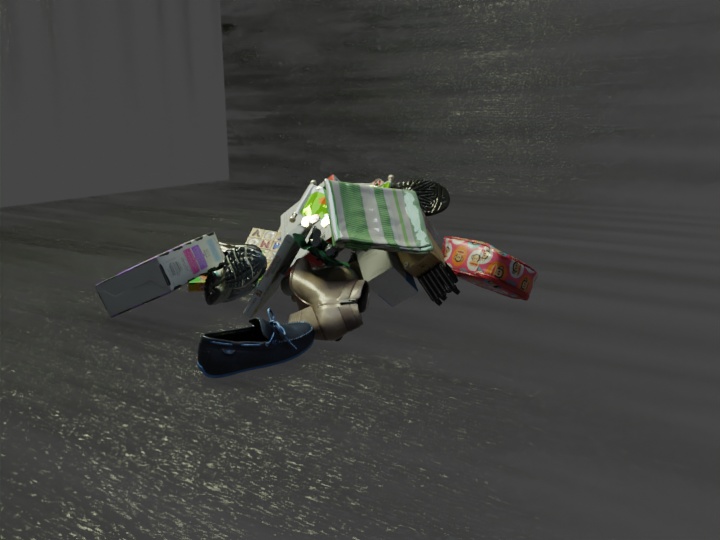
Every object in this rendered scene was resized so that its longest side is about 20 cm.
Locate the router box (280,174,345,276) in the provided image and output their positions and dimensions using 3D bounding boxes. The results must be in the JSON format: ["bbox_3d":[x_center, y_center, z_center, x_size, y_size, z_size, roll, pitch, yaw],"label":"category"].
[{"bbox_3d":[-0.105,-0.098,1.308,0.178,0.049,0.203,-34,41,22],"label":"router box"}]

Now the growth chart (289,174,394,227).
[{"bbox_3d":[-0.037,-0.138,1.125,0.194,0.018,0.147,0,46,15],"label":"growth chart"}]

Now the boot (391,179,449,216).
[{"bbox_3d":[0.127,-0.153,1.364,0.206,0.082,0.158,6,-13,23],"label":"boot"}]

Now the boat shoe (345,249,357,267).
[{"bbox_3d":[0.000,-0.001,1.242,0.064,0.074,0.201,-18,-12,6],"label":"boat shoe"}]

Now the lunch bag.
[{"bbox_3d":[0.277,-0.003,1.220,0.173,0.084,0.199,22,1,-34],"label":"lunch bag"}]

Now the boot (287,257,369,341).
[{"bbox_3d":[-0.054,0.041,1.008,0.143,0.071,0.204,-14,48,16],"label":"boot"}]

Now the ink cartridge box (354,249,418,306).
[{"bbox_3d":[0.038,-0.043,1.139,0.066,0.203,0.116,-30,-39,17],"label":"ink cartridge box"}]

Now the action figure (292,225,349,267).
[{"bbox_3d":[-0.073,-0.043,1.083,0.117,0.055,0.200,34,-4,-5],"label":"action figure"}]

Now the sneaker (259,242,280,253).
[{"bbox_3d":[-0.189,-0.046,1.421,0.194,0.072,0.099,2,43,0],"label":"sneaker"}]

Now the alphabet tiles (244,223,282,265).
[{"bbox_3d":[-0.183,-0.054,1.373,0.194,0.008,0.169,10,46,5],"label":"alphabet tiles"}]

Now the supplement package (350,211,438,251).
[{"bbox_3d":[0.082,-0.070,1.321,0.152,0.114,0.200,7,-13,23],"label":"supplement package"}]

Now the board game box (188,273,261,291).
[{"bbox_3d":[-0.305,0.022,1.294,0.194,0.031,0.096,1,13,-8],"label":"board game box"}]

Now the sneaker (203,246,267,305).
[{"bbox_3d":[-0.235,0.008,1.130,0.085,0.080,0.198,-1,-19,-44],"label":"sneaker"}]

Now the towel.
[{"bbox_3d":[0.031,-0.100,1.040,0.195,0.024,0.156,3,55,-23],"label":"towel"}]

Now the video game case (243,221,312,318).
[{"bbox_3d":[-0.160,-0.013,1.145,0.023,0.184,0.200,30,15,-2],"label":"video game case"}]

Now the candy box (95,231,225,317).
[{"bbox_3d":[-0.391,0.004,1.130,0.165,0.073,0.200,-20,10,23],"label":"candy box"}]

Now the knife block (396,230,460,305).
[{"bbox_3d":[0.129,-0.033,1.157,0.063,0.203,0.175,-31,-27,15],"label":"knife block"}]

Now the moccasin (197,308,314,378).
[{"bbox_3d":[-0.152,0.107,0.868,0.197,0.070,0.079,-16,24,-41],"label":"moccasin"}]

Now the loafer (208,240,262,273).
[{"bbox_3d":[-0.323,-0.029,1.285,0.194,0.075,0.072,-3,17,7],"label":"loafer"}]

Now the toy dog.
[{"bbox_3d":[-0.066,0.044,1.135,0.130,0.099,0.198,-16,6,-36],"label":"toy dog"}]
